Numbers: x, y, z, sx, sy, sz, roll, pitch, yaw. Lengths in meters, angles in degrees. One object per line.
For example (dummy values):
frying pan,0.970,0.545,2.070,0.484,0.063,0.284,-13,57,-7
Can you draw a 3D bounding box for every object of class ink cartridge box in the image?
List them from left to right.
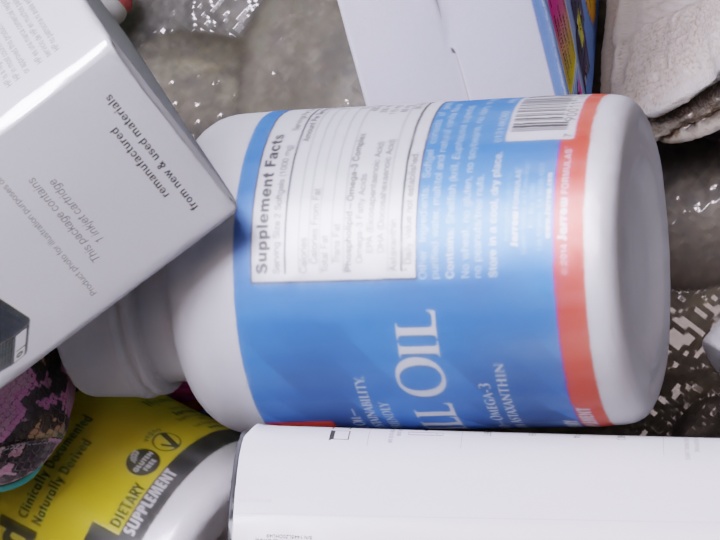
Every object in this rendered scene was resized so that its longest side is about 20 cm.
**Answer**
ink cartridge box,-0.159,-0.018,0.977,0.200,0.084,0.145,-37,36,1
ink cartridge box,0.041,-0.135,1.101,0.076,0.137,0.201,-9,34,11

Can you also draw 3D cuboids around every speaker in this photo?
speaker,0.059,0.093,0.978,0.198,0.081,0.082,1,69,4

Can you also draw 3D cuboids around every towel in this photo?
towel,0.169,-0.130,1.086,0.199,0.034,0.133,-25,44,35

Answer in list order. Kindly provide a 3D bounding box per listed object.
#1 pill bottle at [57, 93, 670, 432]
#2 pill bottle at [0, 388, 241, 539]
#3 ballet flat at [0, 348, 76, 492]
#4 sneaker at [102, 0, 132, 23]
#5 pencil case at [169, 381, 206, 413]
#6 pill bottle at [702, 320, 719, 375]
pill bottle,0.000,0.000,1.011,0.199,0.112,0.113,-3,69,16
pill bottle,-0.131,0.080,1.109,0.199,0.111,0.112,24,77,24
ballet flat,-0.123,-0.005,1.068,0.069,0.072,0.201,-1,35,7
sneaker,-0.195,-0.100,1.218,0.199,0.074,0.087,7,73,18
pencil case,0.013,0.010,1.108,0.199,0.088,0.089,-4,68,17
pill bottle,0.220,-0.014,1.038,0.200,0.120,0.120,-44,64,-4
